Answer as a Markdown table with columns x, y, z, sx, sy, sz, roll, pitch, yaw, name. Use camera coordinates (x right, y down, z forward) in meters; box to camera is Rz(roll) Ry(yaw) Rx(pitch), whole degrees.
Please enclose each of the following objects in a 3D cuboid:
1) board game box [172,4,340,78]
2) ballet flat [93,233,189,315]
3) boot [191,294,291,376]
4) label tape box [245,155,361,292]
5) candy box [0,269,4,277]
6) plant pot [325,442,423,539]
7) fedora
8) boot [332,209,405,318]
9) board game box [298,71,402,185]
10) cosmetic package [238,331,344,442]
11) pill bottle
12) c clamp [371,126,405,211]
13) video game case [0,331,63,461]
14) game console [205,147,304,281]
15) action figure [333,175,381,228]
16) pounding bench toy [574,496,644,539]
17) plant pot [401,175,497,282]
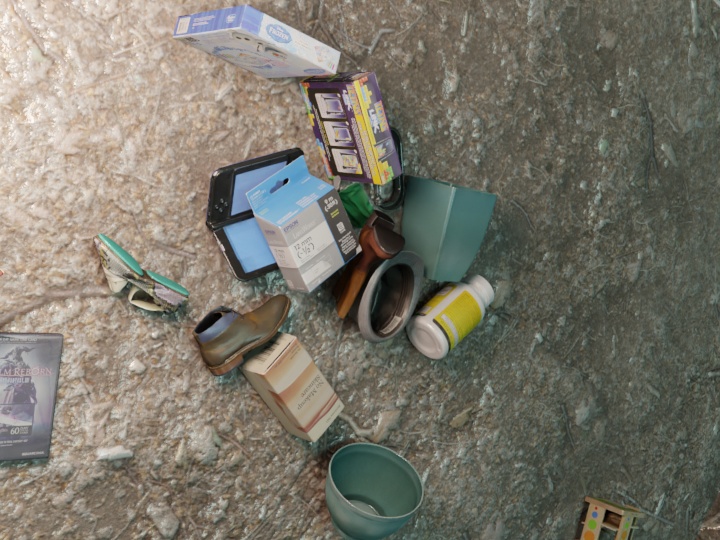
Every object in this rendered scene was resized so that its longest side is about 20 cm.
| x | y | z | sx | sy | sz | roll | pitch | yaw | name |
| --- | --- | --- | --- | --- | --- | --- | --- | --- | --- |
| -0.171 | -0.372 | 1.480 | 0.199 | 0.200 | 0.043 | 17 | 86 | -43 | board game box |
| -0.370 | 0.017 | 1.470 | 0.200 | 0.072 | 0.072 | 39 | 72 | -39 | ballet flat |
| -0.212 | 0.091 | 1.618 | 0.200 | 0.075 | 0.097 | -46 | 128 | -24 | boot |
| -0.097 | -0.083 | 1.592 | 0.143 | 0.066 | 0.200 | -39 | 120 | -31 | label tape box |
| -0.567 | 0.015 | 1.195 | 0.115 | 0.200 | 0.055 | -52 | 126 | -22 | candy box |
| 0.013 | 0.471 | 1.835 | 0.200 | 0.200 | 0.134 | -9 | 131 | -41 | plant pot |
| 0.038 | 0.043 | 1.815 | 0.177 | 0.090 | 0.200 | -3 | 110 | -49 | fedora |
| 0.000 | 0.000 | 1.690 | 0.068 | 0.188 | 0.200 | 24 | 107 | -21 | boot |
| -0.019 | -0.265 | 1.663 | 0.057 | 0.165 | 0.200 | -34 | 120 | -33 | board game box |
| -0.129 | 0.220 | 1.709 | 0.103 | 0.087 | 0.200 | -50 | 127 | -25 | cosmetic package |
| 0.202 | 0.094 | 1.969 | 0.200 | 0.111 | 0.111 | -40 | 122 | -29 | pill bottle |
| 0.040 | -0.208 | 1.810 | 0.171 | 0.027 | 0.200 | -35 | 122 | -51 | c clamp |
| -0.538 | 0.195 | 1.381 | 0.143 | 0.019 | 0.200 | 5 | 96 | -43 | video game case |
| -0.159 | -0.102 | 1.591 | 0.200 | 0.118 | 0.171 | -22 | 140 | -38 | game console |
| -0.013 | -0.124 | 1.751 | 0.200 | 0.118 | 0.055 | 33 | 46 | -57 | action figure |
| 0.725 | 0.746 | 2.559 | 0.200 | 0.124 | 0.156 | 19 | 85 | -43 | pounding bench toy |
| 0.171 | -0.084 | 1.896 | 0.141 | 0.141 | 0.200 | 5 | 102 | -42 | plant pot |
